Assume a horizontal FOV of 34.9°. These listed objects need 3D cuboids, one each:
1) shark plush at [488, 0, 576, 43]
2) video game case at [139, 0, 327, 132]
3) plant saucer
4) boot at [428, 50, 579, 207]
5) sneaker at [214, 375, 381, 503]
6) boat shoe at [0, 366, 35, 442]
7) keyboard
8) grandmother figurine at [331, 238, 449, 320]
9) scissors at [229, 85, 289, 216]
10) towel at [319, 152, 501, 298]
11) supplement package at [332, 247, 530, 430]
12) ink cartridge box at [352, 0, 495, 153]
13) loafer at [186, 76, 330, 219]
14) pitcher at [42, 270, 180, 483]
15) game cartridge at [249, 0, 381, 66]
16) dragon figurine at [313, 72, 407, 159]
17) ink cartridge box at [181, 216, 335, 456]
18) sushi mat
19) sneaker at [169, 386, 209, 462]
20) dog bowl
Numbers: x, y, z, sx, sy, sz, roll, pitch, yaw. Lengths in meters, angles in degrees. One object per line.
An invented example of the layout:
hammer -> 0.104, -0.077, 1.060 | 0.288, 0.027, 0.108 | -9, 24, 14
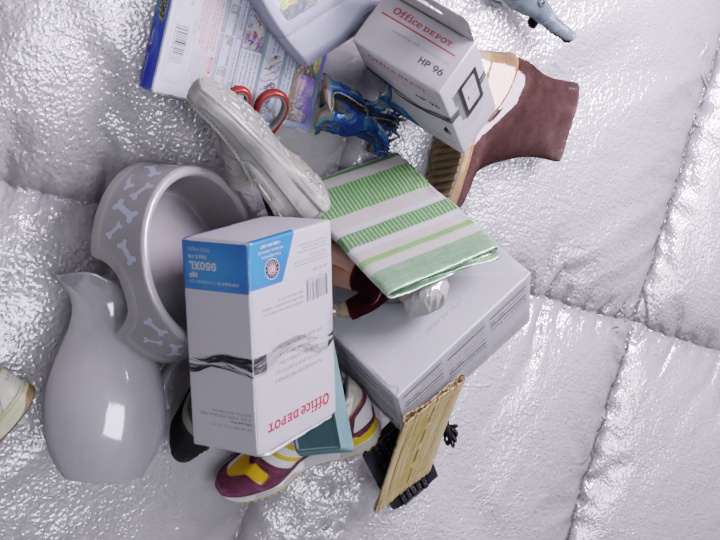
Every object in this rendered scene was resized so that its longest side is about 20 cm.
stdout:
shark plush -> 0.172, -0.317, 1.287 | 0.091, 0.083, 0.201 | -45, 120, -12
video game case -> -0.114, -0.260, 1.159 | 0.179, 0.045, 0.203 | 11, 98, -31
plant saucer -> -0.057, 0.094, 1.189 | 0.019, 0.069, 0.203 | -17, 97, -61
boot -> 0.173, -0.147, 1.340 | 0.165, 0.072, 0.203 | 14, 92, -30
sneaker -> -0.080, 0.179, 1.259 | 0.198, 0.075, 0.091 | -26, 122, 1
boat shoe -> -0.401, 0.174, 1.103 | 0.066, 0.074, 0.201 | 42, 79, -18
keyboard -> 0.067, 0.211, 1.352 | 0.127, 0.021, 0.201 | -44, 151, -12
grandmother figurine -> 0.000, 0.000, 1.203 | 0.122, 0.198, 0.061 | -64, 156, -16
scissors -> -0.110, -0.104, 1.197 | 0.072, 0.014, 0.202 | -12, 130, -20
towel -> 0.034, -0.051, 1.213 | 0.151, 0.200, 0.024 | -20, 135, -28
supplement package -> 0.065, 0.046, 1.264 | 0.200, 0.156, 0.111 | -40, 153, -15
ink cartridge box -> 0.065, -0.210, 1.180 | 0.068, 0.115, 0.200 | -54, 159, -6
loafer -> -0.108, -0.109, 1.137 | 0.069, 0.070, 0.200 | -36, 125, 11
pitcher -> -0.233, 0.104, 1.154 | 0.170, 0.121, 0.203 | 2, 90, -37
game cartridge -> -0.059, -0.313, 1.131 | 0.132, 0.041, 0.201 | -34, 118, -14
dragon figurine -> 0.004, -0.164, 1.197 | 0.098, 0.200, 0.060 | 9, 83, -2
ink cartridge box -> -0.094, 0.059, 1.106 | 0.144, 0.083, 0.203 | -20, 111, -59
sushi mat -> 0.064, 0.195, 1.277 | 0.095, 0.012, 0.201 | -30, 152, -31
sneaker -> -0.145, 0.110, 1.236 | 0.075, 0.106, 0.201 | 37, 54, -5
dog bowl -> -0.174, -0.012, 1.128 | 0.199, 0.058, 0.203 | 17, 70, -56
